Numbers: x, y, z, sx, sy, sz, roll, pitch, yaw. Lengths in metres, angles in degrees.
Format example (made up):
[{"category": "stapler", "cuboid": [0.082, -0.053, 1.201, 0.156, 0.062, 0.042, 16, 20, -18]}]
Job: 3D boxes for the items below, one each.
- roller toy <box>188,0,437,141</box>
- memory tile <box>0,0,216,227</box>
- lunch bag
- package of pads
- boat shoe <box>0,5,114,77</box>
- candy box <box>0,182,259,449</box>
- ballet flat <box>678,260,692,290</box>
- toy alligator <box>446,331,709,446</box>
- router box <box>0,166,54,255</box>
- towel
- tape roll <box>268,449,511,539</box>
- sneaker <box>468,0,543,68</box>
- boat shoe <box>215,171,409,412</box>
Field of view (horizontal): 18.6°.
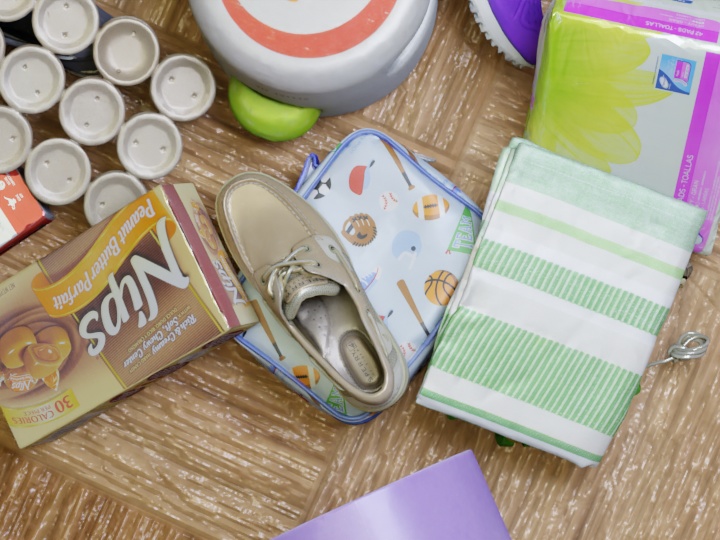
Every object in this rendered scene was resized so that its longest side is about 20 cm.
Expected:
[{"category": "roller toy", "cuboid": [-0.035, -0.214, 1.604, 0.181, 0.140, 0.202, -21, 83, 0]}, {"category": "memory tile", "cuboid": [-0.219, -0.128, 1.610, 0.199, 0.017, 0.154, 29, 92, -13]}, {"category": "lunch bag", "cuboid": [0.000, 0.000, 1.616, 0.160, 0.076, 0.201, 38, 88, 8]}, {"category": "package of pads", "cuboid": [0.193, -0.109, 1.557, 0.153, 0.201, 0.068, 12, 45, 7]}, {"category": "boat shoe", "cuboid": [-0.271, -0.207, 1.655, 0.199, 0.063, 0.073, 26, 87, 5]}, {"category": "candy box", "cuboid": [-0.185, 0.034, 1.599, 0.199, 0.055, 0.116, -29, 83, 21]}, {"category": "ballet flat", "cuboid": [0.152, 0.039, 1.596, 0.198, 0.067, 0.047, -21, 66, -6]}, {"category": "toy alligator", "cuboid": [0.162, 0.094, 1.610, 0.198, 0.059, 0.055, -14, 126, 1]}, {"category": "router box", "cuboid": [-0.357, -0.072, 1.645, 0.179, 0.049, 0.201, -34, 89, -1]}, {"category": "towel", "cuboid": [0.139, 0.025, 1.554, 0.151, 0.023, 0.202, 21, 93, -3]}, {"category": "tape roll", "cuboid": [0.004, 0.203, 1.532, 0.199, 0.200, 0.086, -24, 83, 1]}, {"category": "sneaker", "cuboid": [0.112, -0.241, 1.589, 0.099, 0.070, 0.201, -24, 118, 12]}, {"category": "boat shoe", "cuboid": [-0.036, 0.011, 1.550, 0.072, 0.065, 0.201, -35, 80, 3]}]
